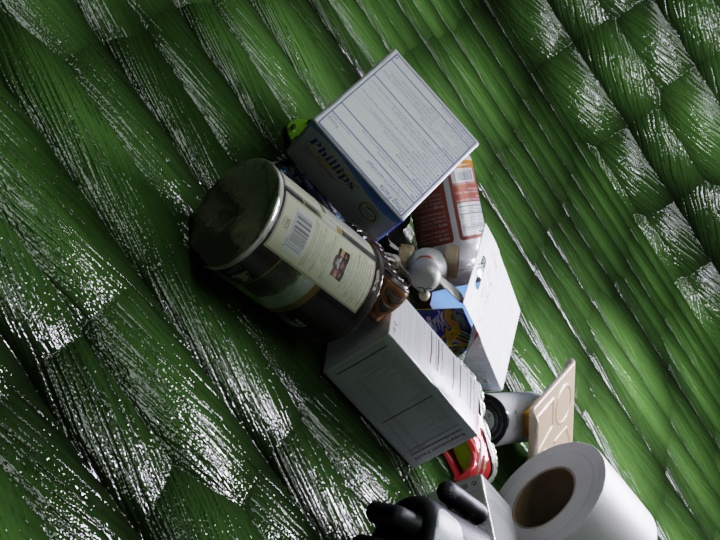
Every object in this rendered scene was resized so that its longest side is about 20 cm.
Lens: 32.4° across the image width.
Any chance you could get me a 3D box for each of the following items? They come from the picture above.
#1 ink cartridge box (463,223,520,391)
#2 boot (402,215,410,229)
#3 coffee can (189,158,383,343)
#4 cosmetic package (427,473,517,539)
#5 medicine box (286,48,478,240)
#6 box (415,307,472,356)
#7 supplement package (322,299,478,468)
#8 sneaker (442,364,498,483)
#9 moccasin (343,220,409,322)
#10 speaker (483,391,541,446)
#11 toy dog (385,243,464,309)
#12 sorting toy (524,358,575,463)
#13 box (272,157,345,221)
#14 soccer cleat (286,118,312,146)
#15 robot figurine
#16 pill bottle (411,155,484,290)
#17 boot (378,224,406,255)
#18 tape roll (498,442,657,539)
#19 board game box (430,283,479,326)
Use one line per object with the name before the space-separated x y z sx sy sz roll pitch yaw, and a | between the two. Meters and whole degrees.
ink cartridge box | 0.181 0.056 1.843 0.201 0.047 0.161 63 35 -40
boot | 0.056 -0.147 2.055 0.183 0.072 0.200 64 17 8
coffee can | -0.087 -0.022 1.504 0.200 0.146 0.147 38 31 -39
cosmetic package | 0.156 0.377 1.572 0.108 0.084 0.202 51 23 -43
medicine box | 0.032 -0.173 1.732 0.182 0.103 0.200 48 57 -3
box | 0.100 0.099 1.827 0.199 0.070 0.065 1 60 -63
supplement package | 0.057 0.142 1.637 0.200 0.113 0.110 49 26 -24
sneaker | 0.136 0.212 1.760 0.085 0.077 0.202 9 55 -53
moccasin | 0.001 0.001 1.619 0.073 0.078 0.202 34 14 -38
speaker | 0.231 0.229 1.919 0.199 0.081 0.082 7 55 -61
toy dog | 0.090 0.019 1.773 0.200 0.130 0.098 -17 110 -63
sorting toy | 0.291 0.257 1.928 0.200 0.036 0.187 -41 134 -55
box | -0.071 -0.058 1.705 0.201 0.046 0.159 59 23 1
soccer cleat | -0.056 -0.145 1.826 0.067 0.082 0.201 -17 52 -26
robot figurine | 0.085 0.339 1.433 0.199 0.150 0.125 34 19 -26
pill bottle | 0.138 -0.075 1.941 0.112 0.111 0.203 -6 85 -64
boot | 0.050 -0.120 1.870 0.079 0.158 0.213 2 57 -48
tape roll | 0.295 0.362 1.739 0.139 0.202 0.203 48 25 -21
board game box | 0.153 0.056 2.023 0.158 0.039 0.201 44 37 -26
